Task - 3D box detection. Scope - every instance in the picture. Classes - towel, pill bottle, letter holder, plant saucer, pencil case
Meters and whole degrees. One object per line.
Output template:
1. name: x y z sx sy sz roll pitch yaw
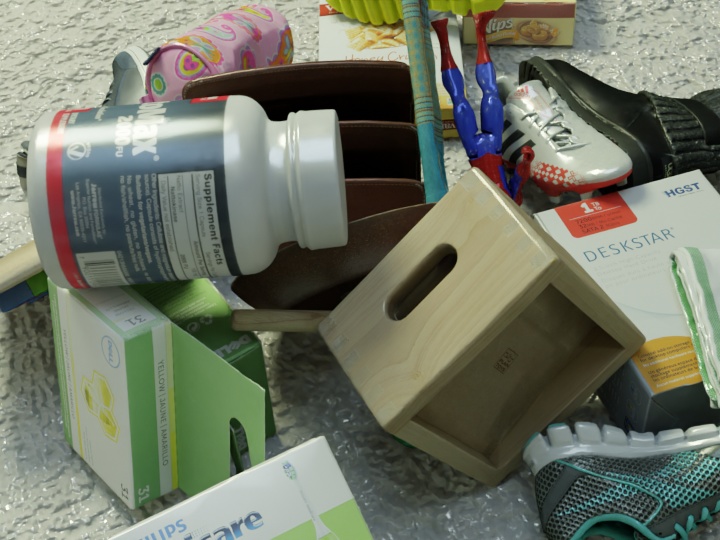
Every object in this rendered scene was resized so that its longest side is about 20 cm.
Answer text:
1. towel: 0.331 0.031 0.914 0.197 0.031 0.150 -3 46 -1
2. pill bottle: -0.110 -0.054 0.860 0.197 0.121 0.121 -5 45 2
3. letter holder: -0.047 -0.090 1.086 0.197 0.143 0.101 -5 44 -2
4. towel: 0.056 -0.141 1.059 0.021 0.147 0.203 -7 89 6
5. plant saucer: 0.000 0.000 0.986 0.198 0.201 0.037 -16 79 -12
6. pencil case: -0.129 -0.188 1.187 0.086 0.089 0.200 11 26 14

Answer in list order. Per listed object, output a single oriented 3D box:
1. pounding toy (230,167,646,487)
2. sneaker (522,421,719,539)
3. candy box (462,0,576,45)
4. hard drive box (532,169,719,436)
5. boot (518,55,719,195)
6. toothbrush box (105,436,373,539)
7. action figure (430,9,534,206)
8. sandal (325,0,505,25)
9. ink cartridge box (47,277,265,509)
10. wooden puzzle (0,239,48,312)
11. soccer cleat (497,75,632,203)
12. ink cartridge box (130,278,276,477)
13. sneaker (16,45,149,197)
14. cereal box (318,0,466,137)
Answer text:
1. pounding toy: 0.054 0.041 0.898 0.200 0.184 0.143 -45 50 9
2. sneaker: 0.212 0.158 0.886 0.197 0.078 0.092 -2 61 6
3. candy box: 0.167 -0.318 1.360 0.114 0.056 0.202 1 46 6
4. hard drive box: 0.239 0.029 0.996 0.154 0.077 0.201 -16 46 -13
5. boot: 0.252 -0.141 1.162 0.156 0.080 0.212 -20 45 -18
6. toothbrush box: -0.047 0.224 0.756 0.144 0.086 0.202 -24 78 -19
7. action figure: 0.105 -0.110 1.061 0.064 0.203 0.099 -11 8 -6
8. sandal: 0.052 -0.294 1.273 0.197 0.080 0.088 5 42 10
9. ink cartridge box: -0.141 0.100 0.882 0.048 0.147 0.199 -21 38 -34
10. wooden puzzle: -0.218 -0.021 1.021 0.184 0.047 0.200 -29 9 -2
11. soccer cleat: 0.160 -0.116 1.098 0.068 0.086 0.200 -20 22 -16
12. ink cartridge box: -0.114 0.072 0.956 0.059 0.105 0.200 -28 49 -21
13. sneaker: -0.247 -0.129 1.184 0.144 0.078 0.204 -12 47 -12
14. cereal box: 0.029 -0.204 1.268 0.142 0.040 0.202 -3 45 1
